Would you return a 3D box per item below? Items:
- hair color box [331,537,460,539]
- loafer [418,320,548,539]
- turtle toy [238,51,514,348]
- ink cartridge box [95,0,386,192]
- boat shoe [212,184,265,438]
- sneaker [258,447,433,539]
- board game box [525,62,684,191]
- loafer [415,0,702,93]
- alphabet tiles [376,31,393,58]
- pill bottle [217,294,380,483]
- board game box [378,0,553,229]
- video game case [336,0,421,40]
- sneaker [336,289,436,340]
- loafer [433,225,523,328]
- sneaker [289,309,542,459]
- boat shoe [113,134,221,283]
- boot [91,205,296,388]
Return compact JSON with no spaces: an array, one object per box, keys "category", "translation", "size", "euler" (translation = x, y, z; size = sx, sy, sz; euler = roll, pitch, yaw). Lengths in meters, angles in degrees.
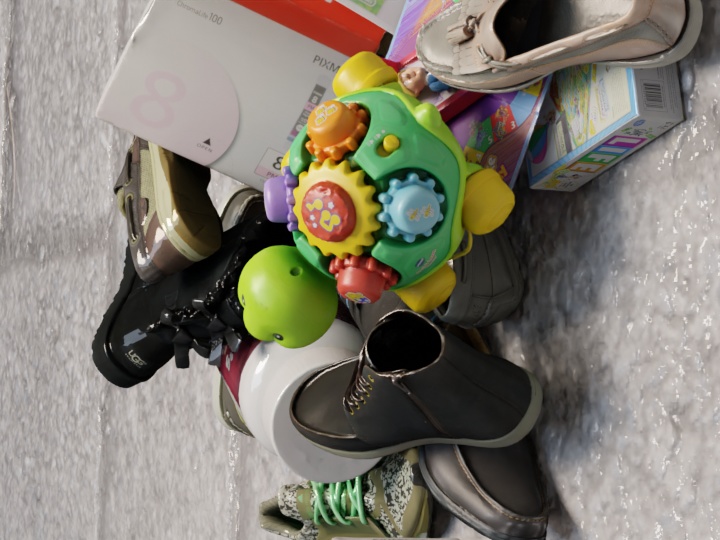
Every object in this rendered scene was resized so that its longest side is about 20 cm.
[{"category":"hair color box","translation":[0.061,0.231,1.609],"size":[0.200,0.101,0.061],"euler":[-152,68,-63]},{"category":"loafer","translation":[0.076,0.103,1.630],"size":[0.200,0.073,0.072],"euler":[57,132,49]},{"category":"turtle toy","translation":[-0.006,-0.032,1.563],"size":[0.146,0.101,0.200],"euler":[45,126,15]},{"category":"ink cartridge box","translation":[-0.073,-0.156,1.720],"size":[0.200,0.162,0.057],"euler":[-57,14,40]},{"category":"boat shoe","translation":[-0.080,0.034,1.962],"size":[0.060,0.072,0.202],"euler":[17,109,62]},{"category":"sneaker","translation":[-0.013,0.171,1.781],"size":[0.200,0.088,0.077],"euler":[-34,57,58]},{"category":"board game box","translation":[0.143,-0.166,1.562],"size":[0.134,0.034,0.200],"euler":[-34,57,58]},{"category":"loafer","translation":[0.108,-0.152,1.489],"size":[0.200,0.063,0.072],"euler":[-3,77,40]},{"category":"alphabet tiles","translation":[0.052,-0.136,1.710],"size":[0.200,0.006,0.167],"euler":[-41,62,41]},{"category":"pill bottle","translation":[-0.041,0.075,1.792],"size":[0.200,0.109,0.110],"euler":[-128,47,-68]},{"category":"board game box","translation":[0.052,-0.124,1.595],"size":[0.158,0.039,0.200],"euler":[28,101,48]},{"category":"video game case","translation":[-0.007,-0.281,1.652],"size":[0.182,0.200,0.022],"euler":[-59,7,8]},{"category":"sneaker","translation":[0.000,0.000,1.736],"size":[0.073,0.082,0.200],"euler":[-55,24,12]},{"category":"loafer","translation":[0.045,-0.054,1.665],"size":[0.070,0.070,0.200],"euler":[-43,62,40]},{"category":"sneaker","translation":[0.011,0.066,1.595],"size":[0.200,0.106,0.075],"euler":[-8,58,41]},{"category":"boat shoe","translation":[-0.149,-0.060,1.797],"size":[0.066,0.072,0.201],"euler":[-35,32,11]},{"category":"boot","translation":[-0.108,-0.006,1.812],"size":[0.162,0.073,0.198],"euler":[-26,31,41]}]
